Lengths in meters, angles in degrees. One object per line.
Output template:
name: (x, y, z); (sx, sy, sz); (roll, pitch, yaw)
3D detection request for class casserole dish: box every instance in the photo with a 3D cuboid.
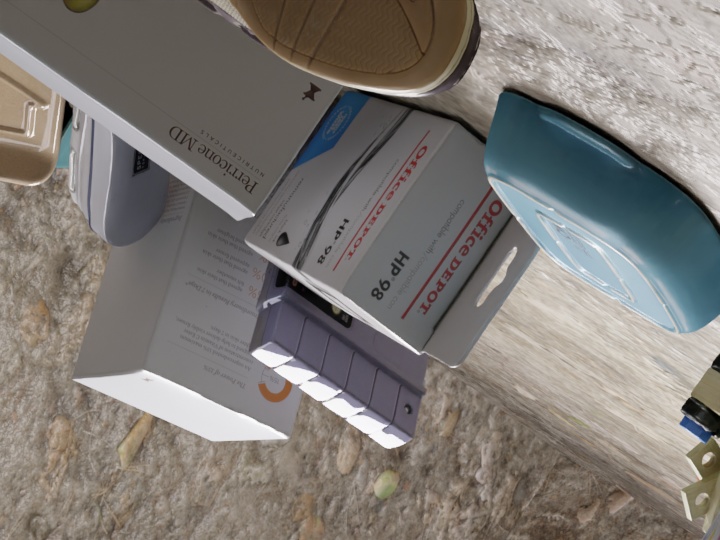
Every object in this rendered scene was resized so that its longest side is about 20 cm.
casserole dish: (0.119, -0.020, 0.910); (0.121, 0.039, 0.200); (32, 175, 25)

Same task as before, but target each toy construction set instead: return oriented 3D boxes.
toy construction set: (0.259, 0.116, 1.109); (0.131, 0.093, 0.199); (36, 165, -26)

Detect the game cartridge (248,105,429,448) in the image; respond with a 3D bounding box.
game cartridge: (0.000, 0.000, 1.230); (0.038, 0.201, 0.129); (-24, 130, 38)

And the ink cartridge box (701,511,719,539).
ink cartridge box: (0.236, 0.145, 0.915); (0.128, 0.201, 0.125); (33, -166, 10)

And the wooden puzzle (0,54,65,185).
wooden puzzle: (-0.269, -0.152, 1.165); (0.183, 0.047, 0.201); (10, 134, -7)

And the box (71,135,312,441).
box: (-0.094, 0.000, 1.271); (0.124, 0.202, 0.097); (28, 158, -33)

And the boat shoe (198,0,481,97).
boat shoe: (-0.024, -0.117, 0.721); (0.199, 0.072, 0.065); (29, -174, 36)

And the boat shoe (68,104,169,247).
boat shoe: (-0.153, -0.111, 1.180); (0.073, 0.201, 0.065); (-18, -135, -43)

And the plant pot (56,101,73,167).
plant pot: (-0.239, -0.167, 1.484); (0.141, 0.142, 0.200); (34, -178, 8)

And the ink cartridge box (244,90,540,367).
ink cartridge box: (0.021, -0.029, 1.072); (0.067, 0.116, 0.200); (37, 175, -25)

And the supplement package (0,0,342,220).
supplement package: (-0.112, -0.128, 1.009); (0.199, 0.111, 0.156); (34, 177, -6)
